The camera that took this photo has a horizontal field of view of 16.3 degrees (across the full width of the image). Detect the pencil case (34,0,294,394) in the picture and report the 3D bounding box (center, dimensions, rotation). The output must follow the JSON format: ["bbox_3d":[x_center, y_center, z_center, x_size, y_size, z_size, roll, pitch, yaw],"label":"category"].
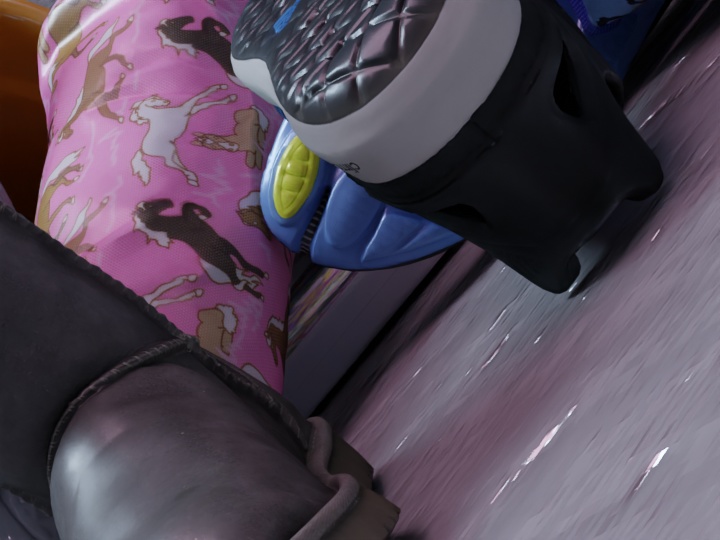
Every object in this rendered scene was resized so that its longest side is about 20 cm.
[{"bbox_3d":[-0.062,-0.006,0.726,0.201,0.086,0.083,-87,4,-46],"label":"pencil case"}]

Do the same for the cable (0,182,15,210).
[{"bbox_3d":[-0.195,0.024,0.757,0.199,0.201,0.069,-17,-12,-10],"label":"cable"}]

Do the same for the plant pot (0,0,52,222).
[{"bbox_3d":[-0.141,0.027,0.896,0.200,0.200,0.183,-50,-13,-13],"label":"plant pot"}]

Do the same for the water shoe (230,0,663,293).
[{"bbox_3d":[0.018,-0.045,0.598,0.072,0.079,0.200,-46,15,11],"label":"water shoe"}]

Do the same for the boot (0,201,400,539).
[{"bbox_3d":[-0.090,0.008,0.504,0.073,0.200,0.182,-49,5,-1],"label":"boot"}]

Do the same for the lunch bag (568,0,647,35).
[{"bbox_3d":[0.054,-0.180,0.620,0.094,0.200,0.151,-39,1,-22],"label":"lunch bag"}]

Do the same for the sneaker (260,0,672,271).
[{"bbox_3d":[0.049,-0.069,0.722,0.200,0.071,0.083,-49,-8,-22],"label":"sneaker"}]

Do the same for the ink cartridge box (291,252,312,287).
[{"bbox_3d":[0.010,-0.068,0.965,0.200,0.044,0.174,-49,-8,-5],"label":"ink cartridge box"}]

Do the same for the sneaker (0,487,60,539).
[{"bbox_3d":[-0.107,0.119,0.580,0.200,0.075,0.115,-46,1,-44],"label":"sneaker"}]

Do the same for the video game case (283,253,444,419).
[{"bbox_3d":[0.000,0.000,0.851,0.143,0.018,0.200,-50,5,-9],"label":"video game case"}]
